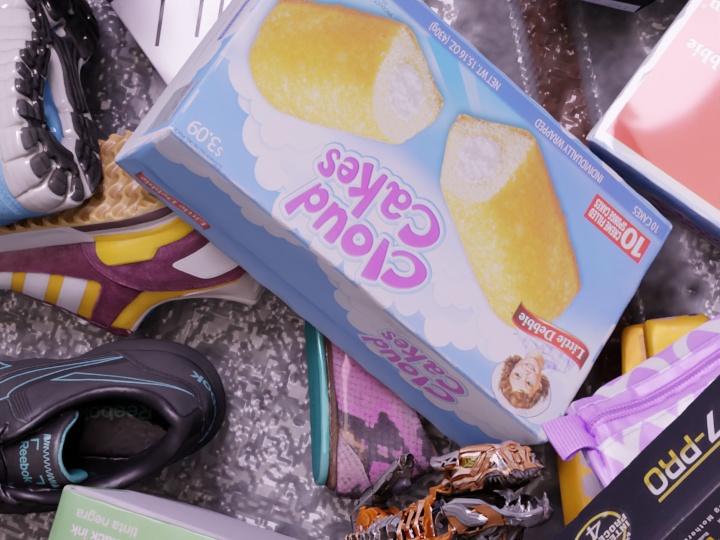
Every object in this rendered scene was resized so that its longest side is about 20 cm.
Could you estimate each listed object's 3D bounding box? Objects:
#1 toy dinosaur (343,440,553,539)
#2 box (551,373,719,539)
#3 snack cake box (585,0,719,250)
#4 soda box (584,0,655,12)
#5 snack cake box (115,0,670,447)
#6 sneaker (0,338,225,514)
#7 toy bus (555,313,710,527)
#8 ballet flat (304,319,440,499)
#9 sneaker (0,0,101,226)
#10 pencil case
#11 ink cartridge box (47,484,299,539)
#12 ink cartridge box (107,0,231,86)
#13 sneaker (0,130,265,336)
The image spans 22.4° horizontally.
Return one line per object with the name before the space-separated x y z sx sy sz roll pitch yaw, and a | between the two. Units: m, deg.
toy dinosaur | 0.024 0.157 0.749 0.102 0.200 0.136 -13 56 -24
box | 0.157 0.115 0.657 0.200 0.049 0.161 -45 120 7
snack cake box | 0.211 -0.040 0.778 0.200 0.067 0.115 37 90 12
soda box | 0.108 -0.220 0.796 0.071 0.063 0.200 8 72 -28
snack cake box | 0.016 -0.030 0.745 0.200 0.067 0.115 39 66 -16
sneaker | -0.160 0.071 0.794 0.200 0.079 0.075 -12 101 -1
toy bus | 0.128 0.122 0.769 0.078 0.065 0.200 -7 82 9
ballet flat | 0.000 0.000 0.810 0.071 0.069 0.200 -9 85 -11
sneaker | -0.171 -0.091 0.801 0.090 0.078 0.200 -25 40 14
pencil case | 0.174 0.035 0.694 0.200 0.086 0.084 -36 45 2
ink cartridge box | -0.095 0.197 0.749 0.084 0.146 0.200 17 84 11
ink cartridge box | -0.022 -0.164 0.841 0.200 0.044 0.094 -37 80 2
sneaker | -0.138 -0.006 0.823 0.200 0.090 0.075 -2 45 32
